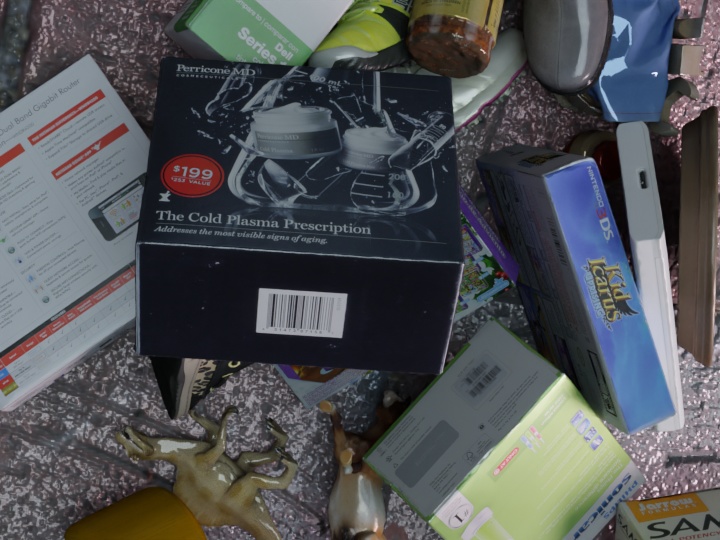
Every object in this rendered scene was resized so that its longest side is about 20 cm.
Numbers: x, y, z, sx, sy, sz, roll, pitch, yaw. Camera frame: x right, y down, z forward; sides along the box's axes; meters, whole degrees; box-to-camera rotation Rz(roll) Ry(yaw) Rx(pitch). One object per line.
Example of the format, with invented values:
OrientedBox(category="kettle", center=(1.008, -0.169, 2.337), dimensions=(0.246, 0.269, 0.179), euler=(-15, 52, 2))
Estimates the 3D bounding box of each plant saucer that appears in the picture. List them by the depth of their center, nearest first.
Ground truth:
OrientedBox(category="plant saucer", center=(0.260, -0.026, 1.215), dimensions=(0.029, 0.200, 0.201), euler=(1, 97, 12))

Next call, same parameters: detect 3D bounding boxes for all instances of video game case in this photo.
OrientedBox(category="video game case", center=(0.160, 0.007, 1.193), dimensions=(0.045, 0.181, 0.201), euler=(-21, 101, -8))

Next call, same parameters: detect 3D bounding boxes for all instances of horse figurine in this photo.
OrientedBox(category="horse figurine", center=(-0.004, 0.182, 1.190), dimensions=(0.050, 0.133, 0.201), euler=(0, 77, 15))

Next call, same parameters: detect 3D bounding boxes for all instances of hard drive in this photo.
OrientedBox(category="hard drive", center=(0.219, 0.006, 1.192), dimensions=(0.026, 0.132, 0.201), euler=(-8, 132, 10))

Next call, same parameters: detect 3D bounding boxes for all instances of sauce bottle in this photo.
OrientedBox(category="sauce bottle", center=(0.081, -0.238, 1.133), dimensions=(0.066, 0.066, 0.201), euler=(20, 67, -14))

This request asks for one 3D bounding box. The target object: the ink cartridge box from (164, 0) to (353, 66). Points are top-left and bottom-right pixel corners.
OrientedBox(category="ink cartridge box", center=(-0.043, -0.225, 1.138), dimensions=(0.084, 0.145, 0.200), euler=(40, 87, -14))

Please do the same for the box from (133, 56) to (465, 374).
OrientedBox(category="box", center=(-0.040, -0.039, 1.024), dimensions=(0.199, 0.183, 0.104), euler=(3, 134, -4))

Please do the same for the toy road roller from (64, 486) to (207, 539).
OrientedBox(category="toy road roller", center=(-0.137, 0.238, 1.145), dimensions=(0.123, 0.200, 0.147), euler=(-25, 98, -36))

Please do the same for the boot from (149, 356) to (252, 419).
OrientedBox(category="boot", center=(-0.075, 0.041, 1.144), dimensions=(0.153, 0.204, 0.074), euler=(-18, 73, -17))

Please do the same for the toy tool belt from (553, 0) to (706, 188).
OrientedBox(category="toy tool belt", center=(0.202, -0.159, 1.204), dimensions=(0.124, 0.123, 0.201), euler=(-5, 98, -26))

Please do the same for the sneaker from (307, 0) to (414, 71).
OrientedBox(category="sneaker", center=(0.022, -0.195, 1.164), dimensions=(0.200, 0.075, 0.077), euler=(-39, 111, -43))

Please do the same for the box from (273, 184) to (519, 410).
OrientedBox(category="box", center=(0.000, 0.000, 1.185), dimensions=(0.200, 0.039, 0.137), euler=(-32, 104, 21))

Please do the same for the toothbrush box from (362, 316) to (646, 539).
OrientedBox(category="toothbrush box", center=(0.114, 0.152, 1.200), dimensions=(0.146, 0.086, 0.200), euler=(-47, 138, -4))

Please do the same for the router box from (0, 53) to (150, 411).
OrientedBox(category="router box", center=(-0.226, -0.027, 1.147), dimensions=(0.200, 0.049, 0.180), euler=(-34, 88, -7))

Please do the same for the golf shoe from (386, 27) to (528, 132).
OrientedBox(category="golf shoe", center=(0.043, -0.135, 1.207), dimensions=(0.200, 0.075, 0.092), euler=(-38, 100, -7))

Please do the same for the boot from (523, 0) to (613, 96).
OrientedBox(category="boot", center=(0.132, -0.231, 1.111), dimensions=(0.069, 0.132, 0.201), euler=(-1, 85, 24))

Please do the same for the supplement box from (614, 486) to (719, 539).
OrientedBox(category="supplement box", center=(0.270, 0.277, 1.271), dimensions=(0.125, 0.074, 0.201), euler=(-8, 120, -12))

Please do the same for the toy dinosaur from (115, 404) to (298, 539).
OrientedBox(category="toy dinosaur", center=(-0.095, 0.167, 1.229), dimensions=(0.200, 0.058, 0.101), euler=(42, 101, -7))
